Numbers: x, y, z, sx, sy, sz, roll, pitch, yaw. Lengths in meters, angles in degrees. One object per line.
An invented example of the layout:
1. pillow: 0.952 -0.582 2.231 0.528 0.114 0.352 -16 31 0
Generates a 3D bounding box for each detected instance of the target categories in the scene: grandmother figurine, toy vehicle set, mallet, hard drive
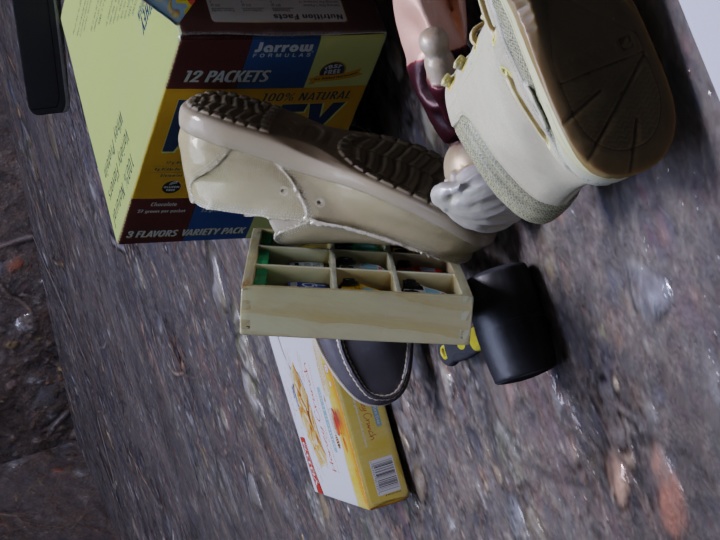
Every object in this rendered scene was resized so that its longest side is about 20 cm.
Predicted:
1. grandmother figurine: 0.045 -0.117 1.081 0.121 0.060 0.202 -37 -70 -76
2. toy vehicle set: -0.005 0.007 1.136 0.200 0.123 0.027 -99 12 -80
3. mallet: 0.070 0.031 1.189 0.200 0.041 0.066 178 77 -79
4. hard drive: -0.241 -0.229 1.452 0.201 0.033 0.140 -105 10 -50

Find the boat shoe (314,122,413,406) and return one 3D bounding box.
1. boat shoe: 0.000 0.000 1.335 0.063 0.072 0.202 -150 50 -73

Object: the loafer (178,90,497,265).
1. loafer: -0.016 -0.045 1.155 0.076 0.199 0.069 -50 -20 -61

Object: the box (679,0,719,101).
1. box: 0.158 -0.130 0.567 0.177 0.096 0.202 131 121 -70

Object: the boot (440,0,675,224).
1. boot: 0.075 -0.126 0.929 0.155 0.071 0.202 140 112 -77

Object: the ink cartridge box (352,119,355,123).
1. ink cartridge box: -0.039 -0.072 1.454 0.197 0.047 0.202 -168 65 -72

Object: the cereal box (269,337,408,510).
1. cereal box: -0.020 0.113 1.592 0.200 0.039 0.145 168 86 -75

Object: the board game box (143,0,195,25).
1. board game box: -0.097 -0.258 1.100 0.103 0.201 0.105 36 -178 -38

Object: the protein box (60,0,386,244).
1. protein box: -0.096 -0.158 1.276 0.199 0.134 0.201 115 144 -48
